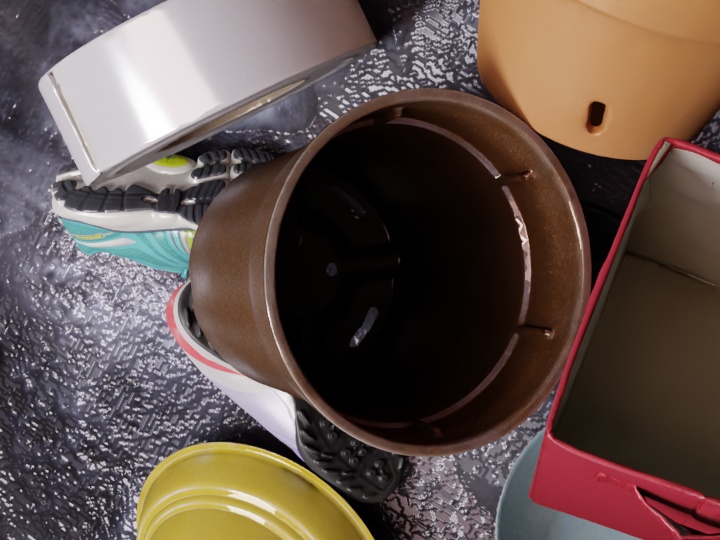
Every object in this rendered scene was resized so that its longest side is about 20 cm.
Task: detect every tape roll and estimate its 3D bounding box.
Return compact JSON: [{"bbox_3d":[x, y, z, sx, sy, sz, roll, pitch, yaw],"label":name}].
[{"bbox_3d":[-0.093,-0.125,1.062,0.202,0.202,0.071,-24,94,24],"label":"tape roll"}]

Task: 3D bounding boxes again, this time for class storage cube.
[{"bbox_3d":[0.200,0.063,0.940,0.171,0.180,0.200,20,75,9],"label":"storage cube"}]

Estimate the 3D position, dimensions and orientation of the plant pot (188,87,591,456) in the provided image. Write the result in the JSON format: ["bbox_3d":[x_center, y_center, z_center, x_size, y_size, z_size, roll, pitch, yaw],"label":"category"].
[{"bbox_3d":[0.000,0.000,1.028,0.198,0.200,0.201,1,108,65],"label":"plant pot"}]

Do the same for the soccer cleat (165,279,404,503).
[{"bbox_3d":[-0.052,0.080,1.179,0.200,0.073,0.068,43,70,-9],"label":"soccer cleat"}]

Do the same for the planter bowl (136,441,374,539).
[{"bbox_3d":[-0.085,0.223,1.182,0.200,0.083,0.201,13,123,20],"label":"planter bowl"}]

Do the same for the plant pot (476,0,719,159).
[{"bbox_3d":[0.149,-0.157,0.978,0.200,0.200,0.140,29,127,12],"label":"plant pot"}]

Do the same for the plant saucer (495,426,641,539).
[{"bbox_3d":[0.180,0.175,1.072,0.201,0.201,0.039,33,156,11],"label":"plant saucer"}]

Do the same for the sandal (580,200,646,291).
[{"bbox_3d":[0.172,0.022,1.079,0.200,0.048,0.075,34,113,9],"label":"sandal"}]

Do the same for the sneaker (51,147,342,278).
[{"bbox_3d":[-0.107,-0.035,1.170,0.200,0.078,0.080,7,143,11],"label":"sneaker"}]
